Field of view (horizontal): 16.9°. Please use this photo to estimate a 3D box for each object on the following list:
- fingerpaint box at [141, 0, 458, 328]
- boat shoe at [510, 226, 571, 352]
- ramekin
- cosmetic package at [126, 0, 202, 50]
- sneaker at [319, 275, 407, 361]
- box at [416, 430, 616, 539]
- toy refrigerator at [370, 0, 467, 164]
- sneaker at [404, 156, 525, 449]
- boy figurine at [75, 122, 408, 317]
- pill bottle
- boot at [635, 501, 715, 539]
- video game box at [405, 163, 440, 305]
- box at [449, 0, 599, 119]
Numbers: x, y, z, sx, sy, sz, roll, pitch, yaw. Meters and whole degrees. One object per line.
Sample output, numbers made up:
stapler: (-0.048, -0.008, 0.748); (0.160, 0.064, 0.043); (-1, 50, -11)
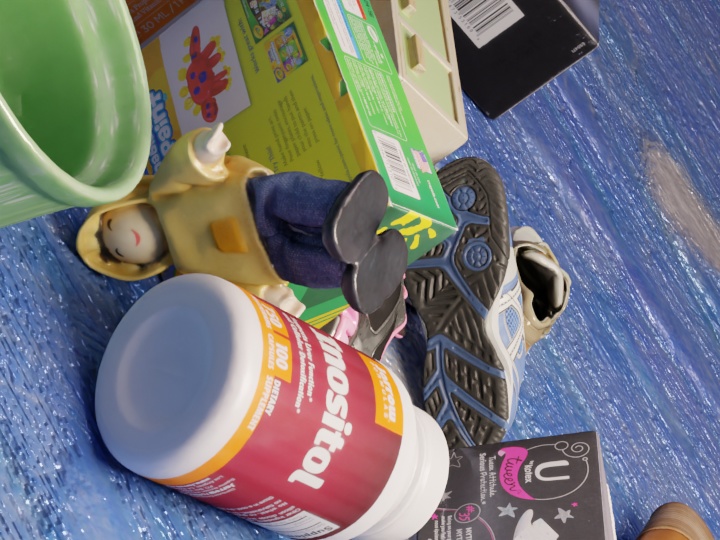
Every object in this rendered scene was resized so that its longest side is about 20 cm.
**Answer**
fingerpaint box: (-0.052, -0.068, 1.443); (0.073, 0.167, 0.201); (20, 42, -50)
boat shoe: (0.121, 0.016, 1.780); (0.075, 0.068, 0.200); (50, 25, -14)
ramekin: (-0.201, -0.116, 1.264); (0.200, 0.097, 0.201); (53, 26, -40)
cosmetic package: (-0.170, -0.239, 1.513); (0.200, 0.101, 0.071); (42, 28, -27)
sneaker: (0.000, 0.000, 1.534); (0.095, 0.079, 0.201); (45, 52, -40)
box: (0.098, 0.210, 1.390); (0.201, 0.114, 0.133); (-87, 167, -53)
toy refrigerator: (0.024, -0.158, 1.706); (0.076, 0.070, 0.201); (41, 27, -30)
sneaker: (0.072, 0.024, 1.639); (0.077, 0.075, 0.202); (6, 84, -74)
boy figurine: (-0.074, -0.027, 1.333); (0.065, 0.199, 0.125); (-52, 136, -40)
pill bottle: (-0.042, 0.085, 1.337); (0.200, 0.113, 0.113); (29, 36, -46)
boot: (0.253, 0.274, 1.718); (0.200, 0.074, 0.155); (46, 28, -6)
video game box: (-0.010, -0.081, 1.683); (0.200, 0.047, 0.183); (32, 36, -43)
box: (0.099, -0.272, 2.031); (0.200, 0.123, 0.199); (47, 25, -21)
